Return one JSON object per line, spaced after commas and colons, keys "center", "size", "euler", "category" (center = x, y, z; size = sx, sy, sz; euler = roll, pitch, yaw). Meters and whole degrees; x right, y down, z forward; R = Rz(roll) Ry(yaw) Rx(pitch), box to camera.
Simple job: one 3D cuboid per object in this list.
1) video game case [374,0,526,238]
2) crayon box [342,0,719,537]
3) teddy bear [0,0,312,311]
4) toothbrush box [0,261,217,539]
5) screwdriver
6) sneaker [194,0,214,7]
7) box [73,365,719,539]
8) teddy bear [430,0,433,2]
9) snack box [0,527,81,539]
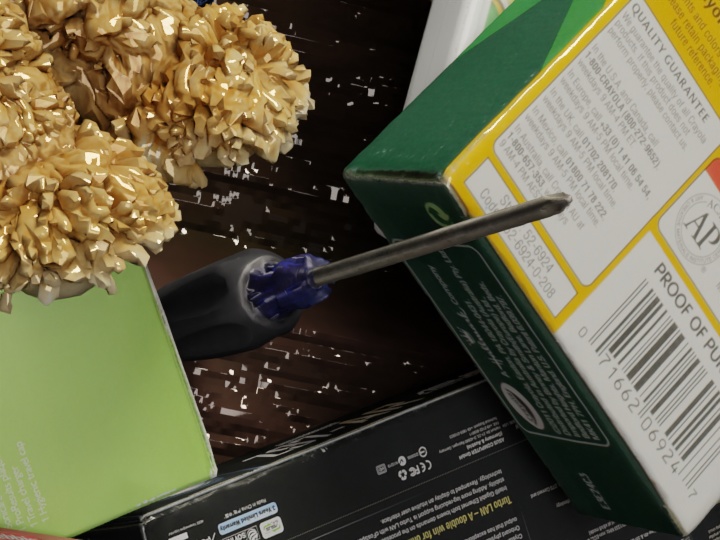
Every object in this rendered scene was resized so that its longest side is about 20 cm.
{"center": [0.104, -0.079, 0.805], "size": [0.182, 0.023, 0.200], "euler": [20, 81, -33], "category": "video game case"}
{"center": [0.103, -0.043, 0.763], "size": [0.200, 0.052, 0.126], "euler": [-45, 116, -22], "category": "crayon box"}
{"center": [-0.104, -0.074, 0.620], "size": [0.145, 0.067, 0.200], "euler": [-27, 67, -24], "category": "teddy bear"}
{"center": [-0.158, 0.041, 0.689], "size": [0.200, 0.146, 0.086], "euler": [-22, 102, -20], "category": "toothbrush box"}
{"center": [0.000, 0.000, 0.725], "size": [0.029, 0.200, 0.028], "euler": [9, 76, -35], "category": "screwdriver"}
{"center": [-0.093, -0.153, 0.725], "size": [0.070, 0.078, 0.200], "euler": [-36, 99, -17], "category": "sneaker"}
{"center": [0.029, 0.113, 0.777], "size": [0.200, 0.044, 0.160], "euler": [-20, 94, -37], "category": "box"}
{"center": [0.070, -0.145, 0.834], "size": [0.145, 0.067, 0.200], "euler": [46, 68, -22], "category": "teddy bear"}
{"center": [-0.034, 0.107, 0.673], "size": [0.200, 0.024, 0.072], "euler": [13, 99, -34], "category": "snack box"}
